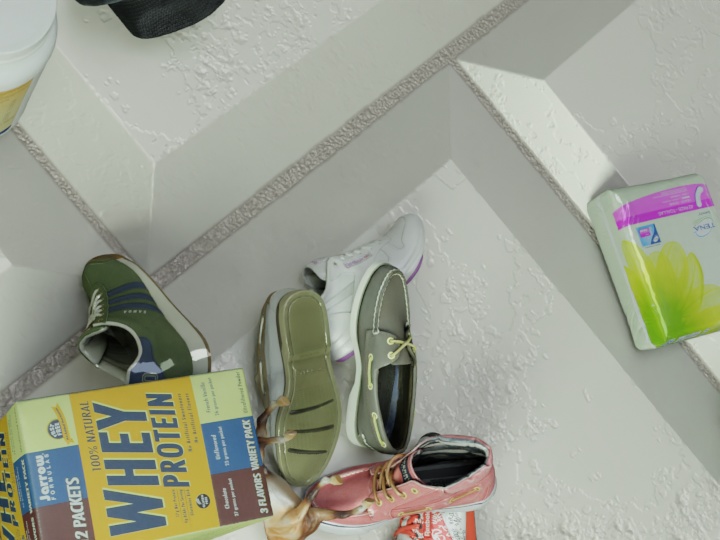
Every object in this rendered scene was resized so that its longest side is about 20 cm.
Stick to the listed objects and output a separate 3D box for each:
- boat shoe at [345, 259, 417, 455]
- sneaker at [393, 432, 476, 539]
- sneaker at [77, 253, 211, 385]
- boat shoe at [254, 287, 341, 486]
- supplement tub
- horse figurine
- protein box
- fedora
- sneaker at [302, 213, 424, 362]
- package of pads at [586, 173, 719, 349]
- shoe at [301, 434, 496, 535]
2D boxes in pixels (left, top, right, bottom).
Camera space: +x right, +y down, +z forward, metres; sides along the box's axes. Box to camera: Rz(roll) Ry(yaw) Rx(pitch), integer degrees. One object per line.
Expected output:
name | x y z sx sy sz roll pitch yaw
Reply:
boat shoe | 0.029 0.091 1.341 0.072 0.060 0.202 -7 106 -43
sneaker | 0.060 0.271 1.340 0.108 0.067 0.202 -5 77 -30
sneaker | -0.229 0.049 1.220 0.090 0.067 0.200 -15 39 -38
boat shoe | -0.067 0.117 1.331 0.075 0.068 0.200 -1 93 -31
supplement tub | -0.368 -0.215 1.224 0.144 0.200 0.145 9 68 -23
horse figurine | -0.082 0.210 1.276 0.200 0.133 0.050 48 28 2
protein box | -0.215 0.185 1.158 0.200 0.199 0.135 -7 76 -27
fedora | -0.202 -0.312 1.387 0.201 0.200 0.092 -52 131 -30
sneaker | 0.000 0.000 1.401 0.100 0.075 0.200 41 60 -9
package of pads | 0.382 -0.013 1.599 0.154 0.068 0.200 -12 78 -28
shoe | 0.036 0.208 1.294 0.200 0.091 0.072 -8 59 1
